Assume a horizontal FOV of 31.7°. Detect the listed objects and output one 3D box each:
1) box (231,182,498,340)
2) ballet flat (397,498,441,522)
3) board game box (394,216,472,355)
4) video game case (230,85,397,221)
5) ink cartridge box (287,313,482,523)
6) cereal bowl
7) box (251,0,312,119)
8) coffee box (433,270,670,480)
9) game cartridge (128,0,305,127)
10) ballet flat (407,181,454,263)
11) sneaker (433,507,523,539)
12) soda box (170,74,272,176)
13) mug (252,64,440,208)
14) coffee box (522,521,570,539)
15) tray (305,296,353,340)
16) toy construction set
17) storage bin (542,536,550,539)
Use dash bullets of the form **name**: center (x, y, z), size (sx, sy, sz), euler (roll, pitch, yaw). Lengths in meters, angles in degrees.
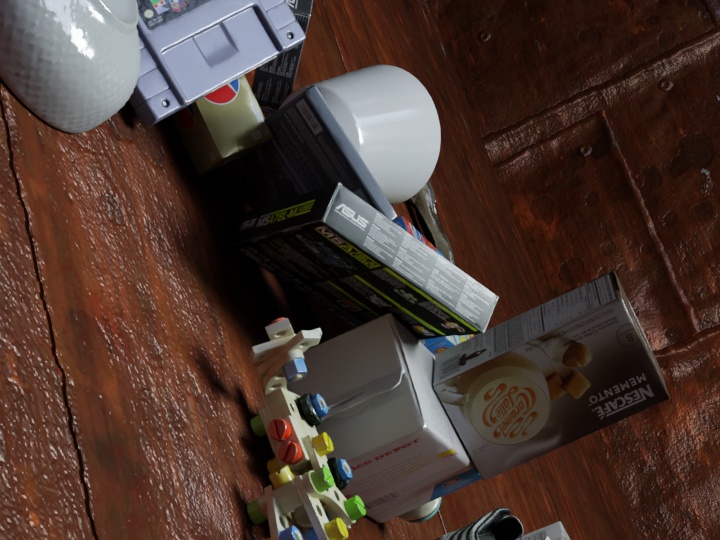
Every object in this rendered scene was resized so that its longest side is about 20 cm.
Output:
- **box**: center (0.000, 0.000, 1.209), size (0.199, 0.192, 0.048), euler (34, 66, -22)
- **ballet flat**: center (0.045, 0.199, 1.373), size (0.070, 0.069, 0.200), euler (60, 6, -18)
- **board game box**: center (0.101, 0.047, 1.863), size (0.196, 0.055, 0.202), euler (37, 31, -63)
- **video game case**: center (-0.054, -0.087, 1.241), size (0.144, 0.019, 0.199), euler (57, -29, -6)
- **ink cartridge box**: center (0.019, 0.143, 1.232), size (0.200, 0.127, 0.127), euler (46, 23, -56)
- **cereal bowl**: center (-0.233, -0.214, 0.996), size (0.201, 0.082, 0.201), euler (58, 16, -28)
- **box**: center (-0.087, -0.239, 1.372), size (0.162, 0.044, 0.202), euler (-84, -171, -47)
- **coffee box**: center (0.183, 0.102, 1.229), size (0.115, 0.198, 0.080), euler (61, 14, -15)
- **game cartridge**: center (-0.153, -0.231, 1.175), size (0.199, 0.038, 0.131), euler (-36, 103, -36)
- **ballet flat**: center (0.118, -0.061, 2.158), size (0.067, 0.046, 0.203), euler (120, -44, -68)
- **sneaker**: center (0.139, 0.318, 1.409), size (0.200, 0.114, 0.077), euler (32, 34, -66)
- **soda box**: center (-0.163, -0.200, 1.224), size (0.068, 0.064, 0.202), euler (-21, -85, 60)
- **mug**: center (-0.022, -0.121, 1.334), size (0.148, 0.189, 0.152), euler (32, 25, 26)
- **coffee box**: center (0.277, 0.463, 1.754), size (0.114, 0.079, 0.201), euler (59, 15, -25)
- **tray**: center (-0.019, 0.032, 1.365), size (0.098, 0.037, 0.202), euler (-11, -71, 60)
- **toy construction set**: center (-0.056, 0.144, 1.053), size (0.131, 0.091, 0.203), euler (35, 44, -64)
- **storage bin**: center (0.215, 0.439, 1.444), size (0.202, 0.093, 0.198), euler (58, 17, 5)
